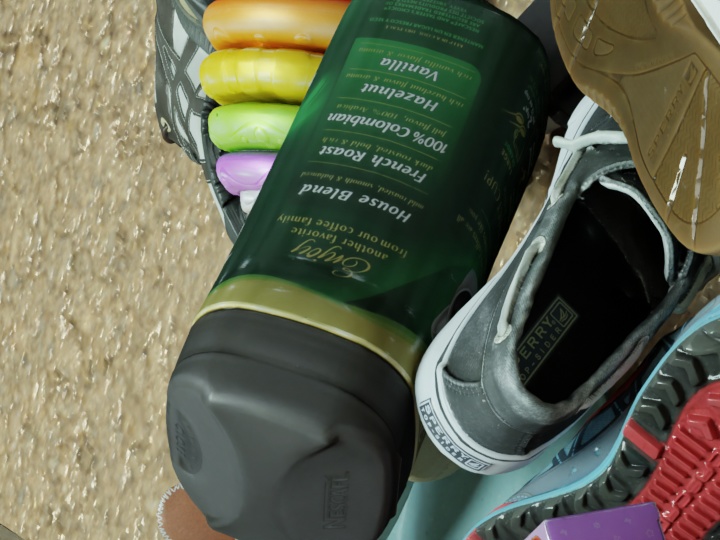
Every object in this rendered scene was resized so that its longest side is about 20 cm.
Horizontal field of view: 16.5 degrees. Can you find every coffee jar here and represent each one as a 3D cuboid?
[{"bbox_3d":[0.000,0.000,0.881,0.104,0.085,0.200,93,-163,-53],"label":"coffee jar"}]

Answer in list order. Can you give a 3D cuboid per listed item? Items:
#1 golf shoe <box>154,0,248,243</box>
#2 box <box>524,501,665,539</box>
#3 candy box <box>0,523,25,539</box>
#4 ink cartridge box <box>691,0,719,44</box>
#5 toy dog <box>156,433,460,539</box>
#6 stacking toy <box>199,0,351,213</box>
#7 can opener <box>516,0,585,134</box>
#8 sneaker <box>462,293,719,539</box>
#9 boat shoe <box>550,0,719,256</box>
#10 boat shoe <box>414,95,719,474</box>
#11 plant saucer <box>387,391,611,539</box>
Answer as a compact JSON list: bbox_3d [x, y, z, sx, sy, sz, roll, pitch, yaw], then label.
[{"bbox_3d":[-0.050,-0.071,1.140,0.094,0.078,0.200,116,148,-53],"label":"golf shoe"},{"bbox_3d":[0.060,0.169,0.774,0.200,0.039,0.137,121,138,-61],"label":"box"},{"bbox_3d":[-0.090,0.204,0.991,0.072,0.200,0.168,-45,40,3],"label":"candy box"},{"bbox_3d":[0.194,-0.115,0.667,0.147,0.200,0.145,-56,41,30],"label":"ink cartridge box"},{"bbox_3d":[-0.028,0.094,0.965,0.132,0.096,0.200,4,85,56],"label":"toy dog"},{"bbox_3d":[-0.026,-0.060,1.032,0.110,0.116,0.200,4,85,25],"label":"stacking toy"},{"bbox_3d":[0.071,-0.087,0.969,0.200,0.053,0.066,-43,48,41],"label":"can opener"},{"bbox_3d":[0.108,0.070,0.835,0.079,0.096,0.200,44,128,1],"label":"sneaker"},{"bbox_3d":[0.117,-0.075,0.803,0.200,0.072,0.072,-110,35,-48],"label":"boat shoe"},{"bbox_3d":[0.090,-0.018,0.833,0.199,0.074,0.068,-46,3,-33],"label":"boat shoe"},{"bbox_3d":[0.050,0.109,0.966,0.200,0.036,0.200,-18,68,52],"label":"plant saucer"}]
